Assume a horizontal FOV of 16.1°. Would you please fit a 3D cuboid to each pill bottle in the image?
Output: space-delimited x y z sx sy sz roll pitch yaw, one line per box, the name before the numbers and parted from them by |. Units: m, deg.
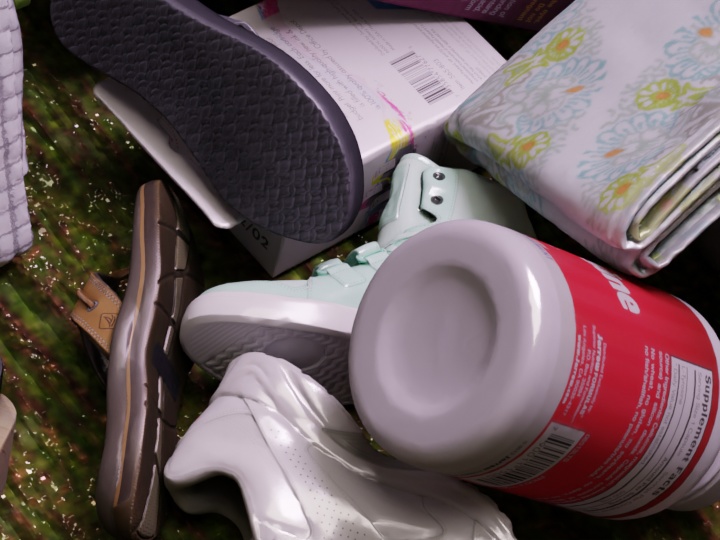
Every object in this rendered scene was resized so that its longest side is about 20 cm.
pill bottle | 0.097 0.052 1.164 0.200 0.112 0.112 20 38 -47

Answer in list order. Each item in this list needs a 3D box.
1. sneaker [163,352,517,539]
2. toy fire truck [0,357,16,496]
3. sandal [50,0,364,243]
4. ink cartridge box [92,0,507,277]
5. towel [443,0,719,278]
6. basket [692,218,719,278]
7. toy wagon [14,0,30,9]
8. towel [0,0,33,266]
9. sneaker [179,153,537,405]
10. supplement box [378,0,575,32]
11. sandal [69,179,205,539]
sneaker | -0.005 0.128 1.162 0.200 0.078 0.099 32 61 20
toy fire truck | -0.260 0.117 1.088 0.176 0.129 0.200 17 40 1
sandal | -0.066 -0.093 1.233 0.200 0.076 0.043 43 31 21
ink cartridge box | -0.031 -0.077 1.314 0.200 0.068 0.115 -28 62 -30
towel | 0.144 -0.090 1.217 0.171 0.048 0.200 -39 31 -5
basket | 0.261 0.007 1.272 0.200 0.136 0.180 58 18 21
toy wagon | -0.144 -0.213 1.359 0.155 0.040 0.200 -23 48 -16
towel | -0.240 -0.075 1.190 0.086 0.200 0.165 27 44 37
sneaker | 0.000 0.000 1.254 0.200 0.074 0.118 3 57 -23
supplement box | 0.042 -0.213 1.322 0.200 0.103 0.131 8 49 -31
sandal | -0.112 0.040 1.211 0.054 0.082 0.200 -3 57 12
